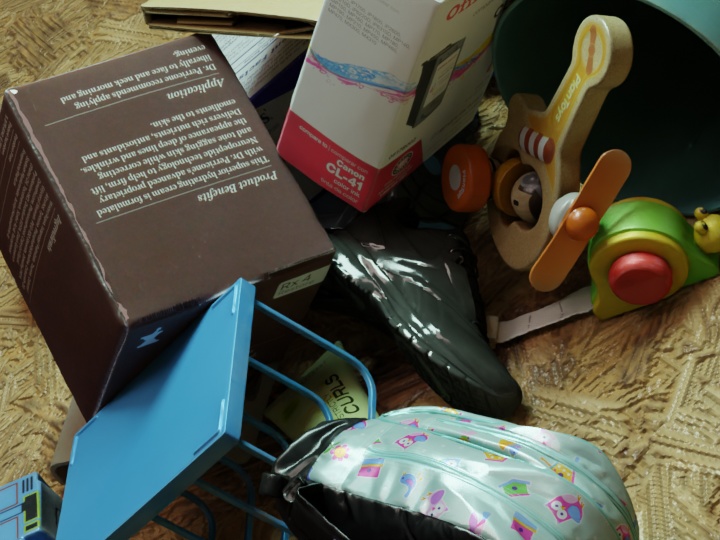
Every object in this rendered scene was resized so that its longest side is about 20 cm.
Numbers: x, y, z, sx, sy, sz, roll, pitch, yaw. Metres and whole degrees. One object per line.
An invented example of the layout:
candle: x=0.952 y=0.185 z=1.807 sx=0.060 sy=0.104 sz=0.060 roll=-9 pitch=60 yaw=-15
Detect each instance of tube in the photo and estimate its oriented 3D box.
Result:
tube: x=-0.013 y=0.115 z=1.518 sx=0.058 sy=0.052 sz=0.200 roll=-6 pitch=24 yaw=-17

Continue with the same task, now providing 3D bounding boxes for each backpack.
backpack: x=0.061 y=0.158 z=1.297 sx=0.200 sy=0.167 sz=0.127 roll=6 pitch=49 yaw=41

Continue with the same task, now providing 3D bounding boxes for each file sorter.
file sorter: x=-0.095 y=0.134 z=1.454 sx=0.200 sy=0.123 sz=0.139 roll=-43 pitch=29 yaw=34

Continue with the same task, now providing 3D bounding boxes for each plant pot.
plant pot: x=0.214 y=-0.165 z=1.493 sx=0.201 sy=0.201 sz=0.161 roll=-1 pitch=43 yaw=45

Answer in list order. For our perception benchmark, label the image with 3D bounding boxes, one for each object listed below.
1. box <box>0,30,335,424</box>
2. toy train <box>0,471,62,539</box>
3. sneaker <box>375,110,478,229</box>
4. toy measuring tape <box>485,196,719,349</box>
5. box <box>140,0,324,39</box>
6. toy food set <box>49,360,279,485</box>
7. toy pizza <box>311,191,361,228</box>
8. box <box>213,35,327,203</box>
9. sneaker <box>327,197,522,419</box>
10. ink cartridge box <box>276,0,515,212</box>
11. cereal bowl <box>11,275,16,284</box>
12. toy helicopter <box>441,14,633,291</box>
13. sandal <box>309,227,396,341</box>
box: x=-0.149 y=-0.030 z=1.549 sx=0.166 sy=0.164 sz=0.200 roll=-19 pitch=69 yaw=-26
toy train: x=-0.258 y=0.241 z=1.581 sx=0.114 sy=0.087 sz=0.200 roll=-26 pitch=35 yaw=10
sneaker: x=0.039 y=-0.073 z=1.678 sx=0.082 sy=0.073 sz=0.200 roll=-32 pitch=24 yaw=31
toy measuring tape: x=0.153 y=-0.002 z=1.468 sx=0.200 sy=0.074 sz=0.074 roll=-20 pitch=38 yaw=28
box: x=-0.034 y=-0.216 z=1.580 sx=0.163 sy=0.021 sz=0.200 roll=8 pitch=32 yaw=37
toy food set: x=-0.145 y=0.091 z=1.680 sx=0.200 sy=0.060 sz=0.144 roll=-12 pitch=51 yaw=40
toy pizza: x=-0.069 y=-0.036 z=1.767 sx=0.200 sy=0.032 sz=0.200 roll=-27 pitch=35 yaw=21
box: x=-0.033 y=-0.166 z=1.722 sx=0.184 sy=0.105 sz=0.200 roll=-38 pitch=27 yaw=31
sneaker: x=0.052 y=0.019 z=1.501 sx=0.091 sy=0.076 sz=0.200 roll=-38 pitch=58 yaw=-8
ink cartridge box: x=0.036 y=-0.158 z=1.477 sx=0.148 sy=0.086 sz=0.200 roll=-41 pitch=-18 yaw=-40
cereal bowl: x=-0.230 y=-0.055 z=1.904 sx=0.200 sy=0.083 sz=0.200 roll=-27 pitch=36 yaw=21
toy helicopter: x=0.131 y=-0.078 z=1.433 sx=0.200 sy=0.079 sz=0.132 roll=114 pitch=147 yaw=-41
sandal: x=0.001 y=0.000 z=1.599 sx=0.200 sy=0.048 sz=0.075 roll=20 pitch=50 yaw=39
